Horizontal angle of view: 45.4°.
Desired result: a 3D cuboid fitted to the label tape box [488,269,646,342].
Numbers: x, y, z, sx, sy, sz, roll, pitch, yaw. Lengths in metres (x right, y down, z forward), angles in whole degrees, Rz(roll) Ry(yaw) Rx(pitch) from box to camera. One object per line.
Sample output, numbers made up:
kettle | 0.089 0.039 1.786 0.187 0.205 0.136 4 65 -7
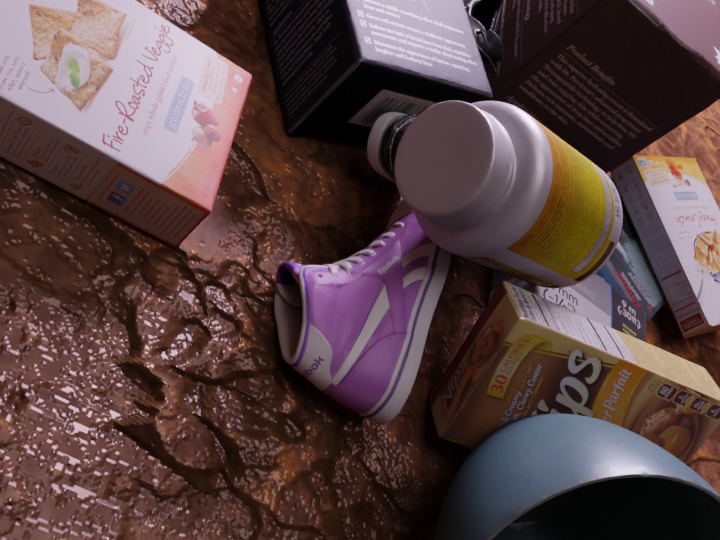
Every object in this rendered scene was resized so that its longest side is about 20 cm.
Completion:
label tape box | 0.188 0.040 0.773 0.143 0.066 0.202 33 50 -21

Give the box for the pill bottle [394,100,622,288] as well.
pill bottle | 0.110 -0.055 0.634 0.199 0.109 0.110 17 53 -52

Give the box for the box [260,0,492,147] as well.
box | 0.005 -0.217 0.740 0.147 0.107 0.202 5 63 -38

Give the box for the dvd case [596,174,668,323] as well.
dvd case | 0.302 -0.036 0.947 0.199 0.022 0.147 -32 88 -47

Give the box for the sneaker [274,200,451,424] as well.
sneaker | 0.000 0.000 0.636 0.114 0.073 0.202 31 47 -16

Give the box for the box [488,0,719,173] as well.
box | 0.239 -0.224 0.877 0.165 0.200 0.166 30 48 -23

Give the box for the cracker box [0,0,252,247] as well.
cracker box | -0.179 -0.122 0.564 0.199 0.058 0.135 28 49 -24

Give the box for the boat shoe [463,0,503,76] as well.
boat shoe | 0.109 -0.219 0.844 0.200 0.065 0.075 -72 146 -46

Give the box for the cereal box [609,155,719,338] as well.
cereal box | 0.365 -0.031 0.953 0.143 0.039 0.202 -5 69 -43

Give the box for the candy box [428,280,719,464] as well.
candy box | 0.166 0.100 0.656 0.198 0.116 0.055 22 24 -18

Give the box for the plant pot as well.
plant pot | 0.132 0.177 0.580 0.199 0.201 0.135 31 16 -22

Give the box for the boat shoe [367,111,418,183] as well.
boat shoe | 0.089 -0.080 0.734 0.199 0.060 0.077 7 102 -46
